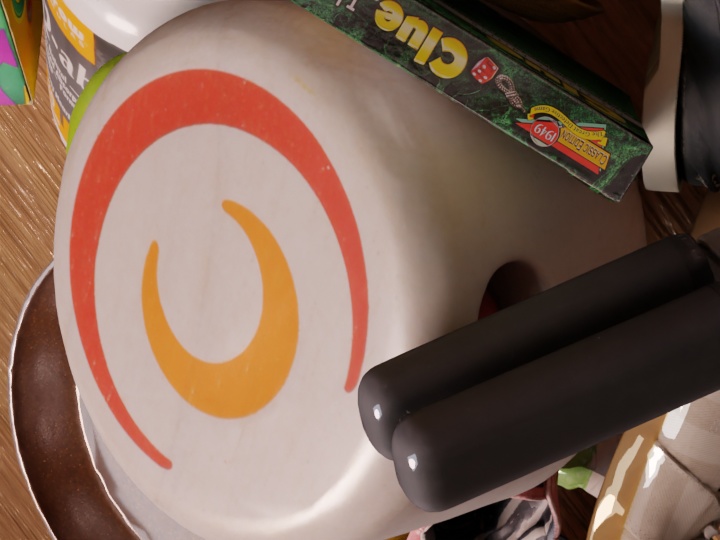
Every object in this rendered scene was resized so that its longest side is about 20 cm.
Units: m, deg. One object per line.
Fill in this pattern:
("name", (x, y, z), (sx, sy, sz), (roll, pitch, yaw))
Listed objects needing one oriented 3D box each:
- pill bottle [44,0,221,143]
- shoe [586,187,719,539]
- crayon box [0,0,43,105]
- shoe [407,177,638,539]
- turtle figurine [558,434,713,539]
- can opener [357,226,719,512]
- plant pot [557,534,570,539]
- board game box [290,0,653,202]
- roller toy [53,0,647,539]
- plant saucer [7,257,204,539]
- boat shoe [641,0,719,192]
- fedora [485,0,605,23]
("pill bottle", (-0.068, -0.114, 0.918), (0.116, 0.116, 0.200), (46, 160, 14))
("shoe", (0.121, 0.058, 0.824), (0.053, 0.070, 0.201), (21, 123, 11))
("crayon box", (-0.173, -0.196, 0.972), (0.200, 0.058, 0.173), (80, -173, -55))
("shoe", (0.061, 0.040, 0.890), (0.201, 0.071, 0.091), (112, 157, -45))
("turtle figurine", (0.115, 0.166, 0.948), (0.200, 0.144, 0.195), (-35, 72, 31))
("can opener", (0.092, 0.004, 0.688), (0.053, 0.199, 0.067), (53, 166, 53))
("plant pot", (0.030, 0.211, 1.083), (0.179, 0.201, 0.200), (-10, 157, 24))
("board game box", (-0.006, -0.088, 0.682), (0.199, 0.024, 0.105), (32, -170, -3))
("roller toy", (0.000, 0.000, 0.799), (0.182, 0.139, 0.201), (-24, 81, 42))
("plant saucer", (-0.064, 0.071, 0.996), (0.199, 0.034, 0.202), (14, 115, 31))
("boat shoe", (0.117, -0.086, 0.661), (0.066, 0.075, 0.200), (8, 144, 9))
("fedora", (0.003, -0.153, 0.712), (0.200, 0.082, 0.201), (31, -169, -7))
